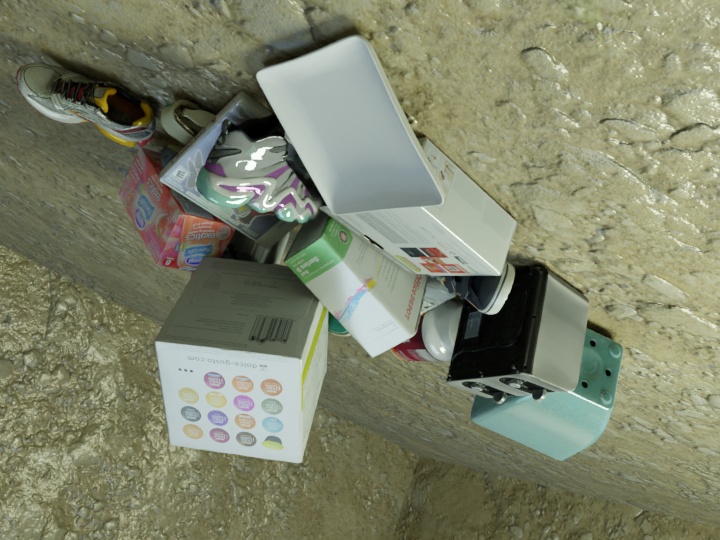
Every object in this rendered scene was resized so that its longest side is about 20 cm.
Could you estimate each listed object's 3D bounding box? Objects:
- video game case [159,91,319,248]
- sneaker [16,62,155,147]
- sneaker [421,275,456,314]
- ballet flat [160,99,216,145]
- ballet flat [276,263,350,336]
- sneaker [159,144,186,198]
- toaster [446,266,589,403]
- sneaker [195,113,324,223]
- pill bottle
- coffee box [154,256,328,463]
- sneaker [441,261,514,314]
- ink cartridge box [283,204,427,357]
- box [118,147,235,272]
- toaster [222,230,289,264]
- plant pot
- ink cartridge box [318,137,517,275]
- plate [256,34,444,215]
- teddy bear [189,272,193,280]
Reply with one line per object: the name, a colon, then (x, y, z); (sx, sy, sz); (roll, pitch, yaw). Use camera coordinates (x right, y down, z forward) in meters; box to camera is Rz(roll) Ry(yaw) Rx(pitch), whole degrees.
video game case: (-0.144, -0.129, 1.071); (0.182, 0.023, 0.199); (-36, 128, 29)
sneaker: (-0.384, -0.248, 1.103); (0.198, 0.079, 0.082); (18, 161, -19)
sneaker: (0.104, 0.052, 1.370); (0.075, 0.082, 0.199); (30, 160, -20)
ballet flat: (-0.185, -0.174, 1.085); (0.198, 0.070, 0.069); (29, 161, -20)
ballet flat: (-0.072, 0.042, 1.247); (0.199, 0.068, 0.062); (31, -171, 27)
sneaker: (-0.202, -0.140, 1.146); (0.199, 0.090, 0.077); (29, 142, -31)
toaster: (0.235, 0.095, 1.180); (0.118, 0.202, 0.180); (28, 154, -28)
sneaker: (-0.103, -0.142, 0.993); (0.199, 0.141, 0.078); (5, -155, -48)
pill bottle: (0.139, 0.112, 1.450); (0.112, 0.114, 0.199); (30, 160, -25)
coffee box: (-0.159, 0.126, 1.120); (0.197, 0.201, 0.200); (7, 125, 5)
sneaker: (0.158, 0.008, 1.097); (0.079, 0.079, 0.200); (23, -175, -5)
ink cartridge box: (0.000, 0.000, 1.117); (0.087, 0.146, 0.200); (-32, 112, 31)
box: (-0.287, -0.093, 1.202); (0.102, 0.095, 0.200); (13, -153, -44)
toaster: (-0.191, -0.057, 1.318); (0.112, 0.131, 0.200); (17, 163, 11)
plant pot: (0.332, 0.181, 1.307); (0.194, 0.198, 0.200); (25, 154, -9)
ink cartridge box: (0.074, -0.074, 1.020); (0.199, 0.085, 0.174); (35, 157, -35)
plate: (-0.009, -0.157, 0.869); (0.198, 0.032, 0.201); (0, 127, 51)
teddy bear: (-0.217, 0.042, 1.285); (0.198, 0.067, 0.145); (14, 150, 43)
